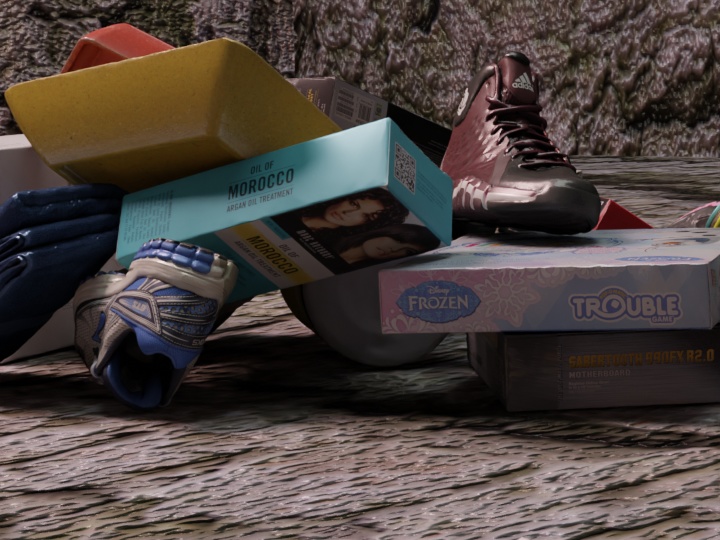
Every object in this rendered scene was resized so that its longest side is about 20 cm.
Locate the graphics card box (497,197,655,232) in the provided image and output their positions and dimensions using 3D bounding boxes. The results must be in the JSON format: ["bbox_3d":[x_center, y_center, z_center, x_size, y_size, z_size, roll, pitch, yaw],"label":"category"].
[{"bbox_3d":[0.192,-0.010,1.575,0.125,0.051,0.200,31,-3,-14],"label":"graphics card box"}]

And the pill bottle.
[{"bbox_3d":[0.000,0.000,1.499,0.113,0.115,0.200,-3,6,-11],"label":"pill bottle"}]

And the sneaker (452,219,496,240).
[{"bbox_3d":[0.069,-0.024,1.690,0.075,0.115,0.200,-3,6,-13],"label":"sneaker"}]

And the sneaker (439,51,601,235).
[{"bbox_3d":[0.101,-0.088,1.362,0.075,0.117,0.200,13,-2,-23],"label":"sneaker"}]

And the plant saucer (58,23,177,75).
[{"bbox_3d":[-0.119,-0.095,1.447,0.199,0.037,0.200,26,-23,-11],"label":"plant saucer"}]

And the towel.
[{"bbox_3d":[-0.231,0.014,1.361,0.111,0.049,0.200,-13,-21,-47],"label":"towel"}]

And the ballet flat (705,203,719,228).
[{"bbox_3d":[0.357,-0.058,1.665,0.067,0.067,0.199,36,44,27],"label":"ballet flat"}]

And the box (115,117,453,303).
[{"bbox_3d":[-0.048,-0.031,1.290,0.199,0.050,0.082,-14,-34,28],"label":"box"}]

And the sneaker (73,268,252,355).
[{"bbox_3d":[-0.138,0.032,1.517,0.079,0.074,0.200,-50,-12,35],"label":"sneaker"}]

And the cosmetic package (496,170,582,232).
[{"bbox_3d":[0.097,-0.037,1.856,0.198,0.104,0.087,1,8,13],"label":"cosmetic package"}]

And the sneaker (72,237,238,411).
[{"bbox_3d":[-0.143,0.046,1.298,0.077,0.086,0.200,21,-23,-14],"label":"sneaker"}]

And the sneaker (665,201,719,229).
[{"bbox_3d":[0.313,-0.008,1.717,0.199,0.080,0.095,3,19,45],"label":"sneaker"}]

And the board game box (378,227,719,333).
[{"bbox_3d":[0.135,0.005,1.292,0.198,0.044,0.199,-1,6,19],"label":"board game box"}]

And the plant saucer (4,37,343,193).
[{"bbox_3d":[-0.105,-0.065,1.353,0.199,0.049,0.200,-7,-30,35],"label":"plant saucer"}]

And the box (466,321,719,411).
[{"bbox_3d":[0.156,0.047,1.331,0.157,0.049,0.200,-2,6,-3],"label":"box"}]

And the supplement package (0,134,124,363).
[{"bbox_3d":[-0.255,-0.023,1.587,0.110,0.157,0.200,1,8,30],"label":"supplement package"}]

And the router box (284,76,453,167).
[{"bbox_3d":[-0.020,-0.092,1.557,0.156,0.053,0.199,3,-11,40],"label":"router box"}]
